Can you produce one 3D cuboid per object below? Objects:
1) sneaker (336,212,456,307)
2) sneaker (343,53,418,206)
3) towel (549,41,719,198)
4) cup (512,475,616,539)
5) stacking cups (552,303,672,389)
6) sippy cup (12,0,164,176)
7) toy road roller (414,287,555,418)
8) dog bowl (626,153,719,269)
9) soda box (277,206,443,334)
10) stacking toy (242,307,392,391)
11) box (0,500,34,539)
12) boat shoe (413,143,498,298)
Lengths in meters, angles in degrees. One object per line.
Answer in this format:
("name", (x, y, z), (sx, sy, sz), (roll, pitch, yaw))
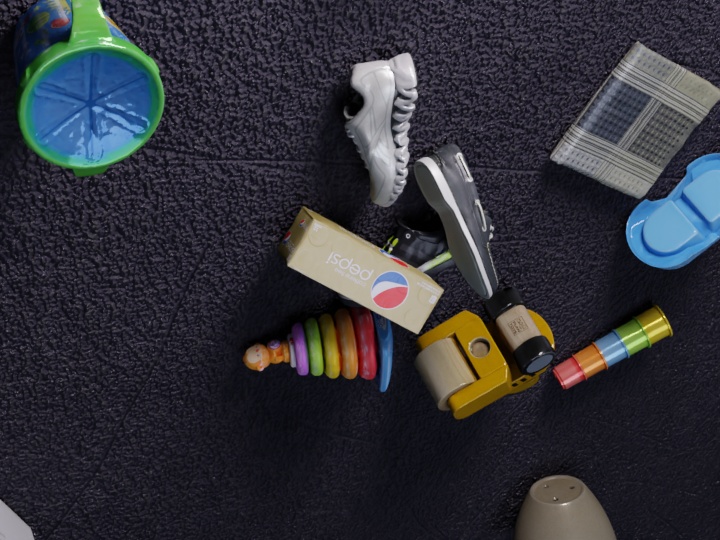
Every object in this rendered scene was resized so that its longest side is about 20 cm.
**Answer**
("sneaker", (0.051, -0.027, 1.487), (0.199, 0.072, 0.083), (-27, 116, -7))
("sneaker", (0.018, -0.161, 1.325), (0.080, 0.076, 0.201), (-4, 132, -9))
("towel", (0.370, -0.198, 1.532), (0.199, 0.035, 0.193), (17, 117, -39))
("cup", (0.366, 0.460, 2.071), (0.198, 0.200, 0.145), (-16, 110, -18))
("stacking cups", (0.406, 0.127, 1.855), (0.199, 0.061, 0.061), (-28, 139, 4))
("sippy cup", (-0.266, -0.187, 1.068), (0.139, 0.131, 0.178), (24, 116, -45))
("toy road roller", (0.189, 0.134, 1.666), (0.199, 0.124, 0.146), (-29, 151, -1))
("dog bowl", (0.482, -0.080, 1.656), (0.200, 0.112, 0.050), (-40, 152, 9))
("soda box", (0.000, 0.000, 1.408), (0.199, 0.064, 0.068), (28, 98, -23))
("stacking toy", (-0.059, 0.102, 1.520), (0.198, 0.117, 0.110), (-7, 141, -7))
("box", (-0.532, 0.398, 1.448), (0.198, 0.172, 0.201), (-28, 140, -4))
("boat shoe", (0.136, -0.062, 1.432), (0.060, 0.075, 0.201), (-31, 110, -18))
